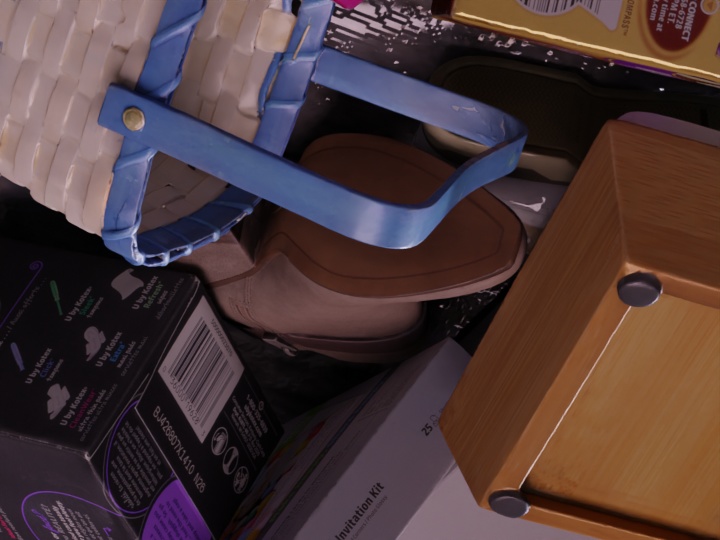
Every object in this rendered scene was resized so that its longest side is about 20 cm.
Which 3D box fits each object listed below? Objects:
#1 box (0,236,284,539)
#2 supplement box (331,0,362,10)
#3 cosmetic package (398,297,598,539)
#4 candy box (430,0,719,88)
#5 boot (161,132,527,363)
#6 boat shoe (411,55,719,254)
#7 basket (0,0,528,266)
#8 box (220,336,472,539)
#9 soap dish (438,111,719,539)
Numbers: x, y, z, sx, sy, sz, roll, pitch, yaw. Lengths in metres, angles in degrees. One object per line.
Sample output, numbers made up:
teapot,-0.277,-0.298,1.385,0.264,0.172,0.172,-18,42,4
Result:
box,-0.157,0.061,1.264,0.200,0.106,0.122,11,145,30
supplement box,0.026,-0.197,0.963,0.103,0.101,0.200,33,136,-26
cosmetic package,0.087,0.081,1.297,0.107,0.090,0.200,21,136,-18
candy box,0.132,-0.098,1.048,0.200,0.056,0.117,12,-175,-3
boot,0.000,0.000,1.206,0.200,0.070,0.146,13,161,27
boat shoe,0.120,-0.032,1.170,0.200,0.075,0.068,19,142,5
basket,-0.046,-0.068,1.057,0.200,0.176,0.139,26,108,10
box,-0.030,0.118,1.267,0.041,0.156,0.200,43,153,-7
soap dish,0.136,0.037,1.115,0.157,0.081,0.200,16,137,-10
